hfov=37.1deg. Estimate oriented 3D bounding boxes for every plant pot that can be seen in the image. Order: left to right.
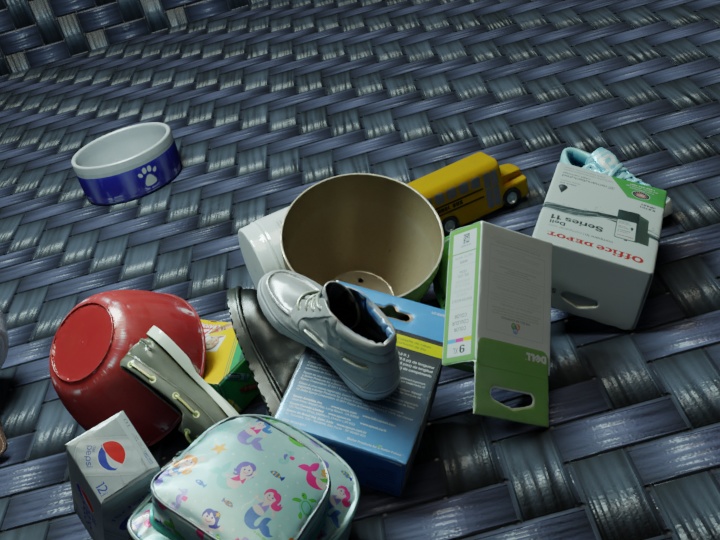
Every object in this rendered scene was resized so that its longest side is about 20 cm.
[{"bbox_3d":[0.000,0.000,1.331,0.197,0.135,0.203,1,51,-2],"label":"plant pot"}]

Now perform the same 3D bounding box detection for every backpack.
[{"bbox_3d":[-0.098,0.225,0.976,0.176,0.152,0.200,29,38,20],"label":"backpack"}]

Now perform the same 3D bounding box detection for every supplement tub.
[{"bbox_3d":[-0.053,-0.036,1.459,0.198,0.134,0.132,-24,28,-14],"label":"supplement tub"}]

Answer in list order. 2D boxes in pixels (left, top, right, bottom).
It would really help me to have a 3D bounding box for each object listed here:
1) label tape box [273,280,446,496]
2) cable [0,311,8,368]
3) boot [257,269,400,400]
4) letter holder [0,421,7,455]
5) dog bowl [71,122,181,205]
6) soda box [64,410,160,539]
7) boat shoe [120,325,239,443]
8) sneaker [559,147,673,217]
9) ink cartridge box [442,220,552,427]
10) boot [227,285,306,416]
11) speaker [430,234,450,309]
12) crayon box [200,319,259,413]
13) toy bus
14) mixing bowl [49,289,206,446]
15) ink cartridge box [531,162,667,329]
[{"bbox_3d":[0.007,0.119,1.122,0.142,0.064,0.201,15,49,11],"label":"label tape box"},{"bbox_3d":[-0.562,0.109,1.415,0.198,0.201,0.070,-29,58,-13],"label":"cable"},{"bbox_3d":[-0.032,0.038,1.085,0.199,0.096,0.073,37,56,28],"label":"boot"},{"bbox_3d":[-0.551,0.212,1.334,0.198,0.144,0.101,-25,-4,-18],"label":"letter holder"},{"bbox_3d":[-0.446,-0.206,2.053,0.197,0.080,0.201,-14,28,7],"label":"dog bowl"},{"bbox_3d":[-0.238,0.213,1.036,0.063,0.201,0.069,-30,70,-25],"label":"soda box"},{"bbox_3d":[-0.178,0.152,1.166,0.060,0.202,0.072,-42,-8,-14],"label":"boat shoe"},{"bbox_3d":[0.335,-0.120,1.450,0.073,0.083,0.199,-30,30,-24],"label":"sneaker"},{"bbox_3d":[0.144,0.060,1.124,0.103,0.203,0.059,15,-20,-32],"label":"ink cartridge box"},{"bbox_3d":[-0.053,0.087,1.228,0.156,0.080,0.213,-24,65,-7],"label":"boot"},{"bbox_3d":[0.138,0.029,1.283,0.087,0.090,0.201,-16,27,0],"label":"speaker"},{"bbox_3d":[-0.208,0.119,1.337,0.198,0.059,0.119,4,34,34],"label":"crayon box"},{"bbox_3d":[0.142,-0.110,1.543,0.198,0.079,0.065,-25,28,-15],"label":"toy bus"},{"bbox_3d":[-0.291,0.100,1.259,0.198,0.108,0.203,-15,59,26],"label":"mixing bowl"},{"bbox_3d":[0.278,-0.034,1.273,0.144,0.084,0.201,16,36,10],"label":"ink cartridge box"}]
